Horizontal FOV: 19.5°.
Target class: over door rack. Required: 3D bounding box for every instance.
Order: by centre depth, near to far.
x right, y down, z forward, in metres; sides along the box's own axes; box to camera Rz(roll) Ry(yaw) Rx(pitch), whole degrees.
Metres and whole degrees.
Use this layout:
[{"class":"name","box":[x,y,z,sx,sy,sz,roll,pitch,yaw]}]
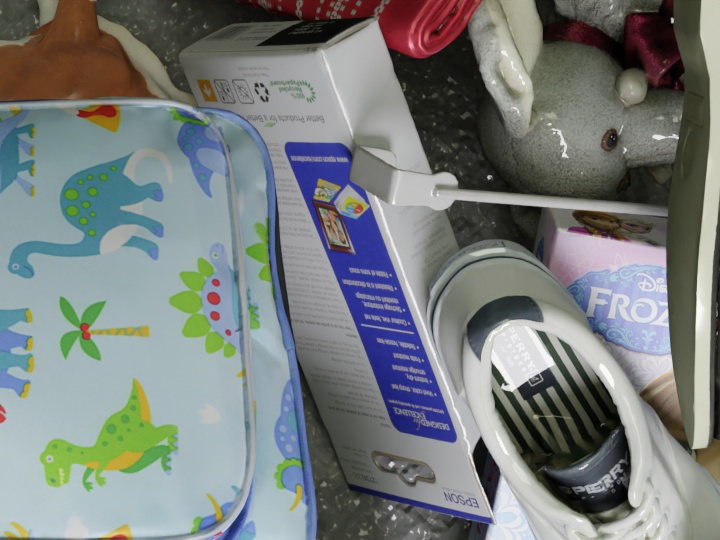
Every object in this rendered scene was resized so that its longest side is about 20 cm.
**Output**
[{"class":"over door rack","box":[0.107,-0.081,0.729,0.199,0.067,0.149,7,104,-17]}]

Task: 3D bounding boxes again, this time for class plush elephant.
[{"class":"plush elephant","box":[0.108,-0.086,0.833,0.199,0.165,0.156,2,68,20]}]

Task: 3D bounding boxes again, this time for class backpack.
[{"class":"backpack","box":[-0.119,0.035,0.662,0.199,0.147,0.184,-5,68,-5]}]

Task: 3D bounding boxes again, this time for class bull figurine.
[{"class":"bull figurine","box":[-0.141,-0.074,0.846,0.199,0.065,0.122,-6,77,-13]}]

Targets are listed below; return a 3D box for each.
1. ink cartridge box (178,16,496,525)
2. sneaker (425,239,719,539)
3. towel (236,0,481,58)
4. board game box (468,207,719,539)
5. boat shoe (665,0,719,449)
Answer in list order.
[{"class":"ink cartridge box","box":[0.000,0.000,0.809,0.037,0.094,0.201,-31,112,-32]},{"class":"sneaker","box":[0.087,0.082,0.765,0.073,0.071,0.200,-35,110,11]},{"class":"towel","box":[0.002,-0.159,0.828,0.145,0.200,0.022,-55,132,-10]},{"class":"board game box","box":[0.149,0.086,0.829,0.199,0.041,0.201,9,109,-6]},{"class":"boat shoe","box":[0.130,-0.037,0.675,0.063,0.074,0.203,1,106,-2]}]
